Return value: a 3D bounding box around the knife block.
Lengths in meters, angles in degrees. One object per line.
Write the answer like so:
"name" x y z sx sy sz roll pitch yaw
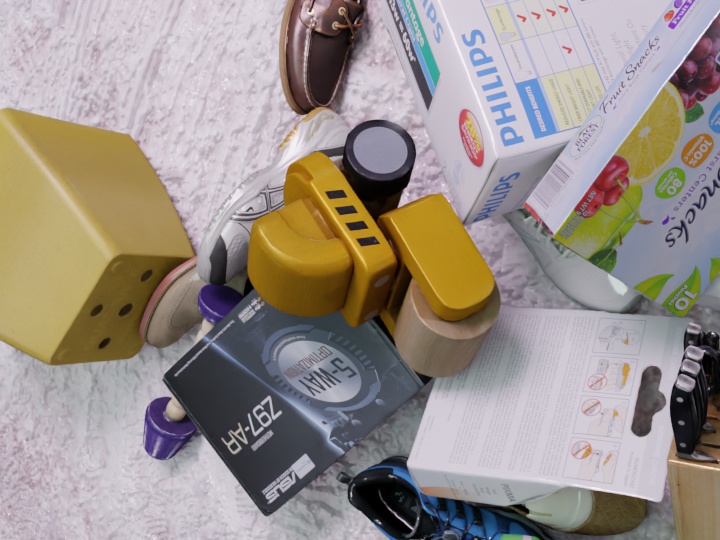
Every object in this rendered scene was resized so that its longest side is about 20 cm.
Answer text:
"knife block" 0.249 0.141 0.707 0.063 0.175 0.204 7 89 31

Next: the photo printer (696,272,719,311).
"photo printer" 0.352 -0.035 0.721 0.197 0.069 0.170 13 92 31

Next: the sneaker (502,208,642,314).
"sneaker" 0.151 -0.043 0.837 0.071 0.080 0.201 -46 67 17

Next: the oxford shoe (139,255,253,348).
"oxford shoe" -0.142 0.021 1.010 0.200 0.070 0.075 -44 72 21

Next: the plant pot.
"plant pot" -0.287 -0.016 1.030 0.176 0.199 0.201 42 106 20

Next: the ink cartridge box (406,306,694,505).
"ink cartridge box" 0.151 0.106 0.800 0.197 0.050 0.164 3 51 27

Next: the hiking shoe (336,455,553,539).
"hiking shoe" 0.074 0.223 0.854 0.198 0.086 0.076 21 96 30

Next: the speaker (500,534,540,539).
"speaker" 0.190 0.261 0.755 0.197 0.088 0.090 15 93 11

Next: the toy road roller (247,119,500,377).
"toy road roller" 0.000 0.000 0.792 0.144 0.123 0.201 -26 69 -20

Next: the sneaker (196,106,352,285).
"sneaker" -0.065 -0.055 0.936 0.087 0.076 0.201 39 81 8

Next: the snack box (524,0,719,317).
"snack box" 0.223 -0.084 0.681 0.201 0.141 0.053 -55 32 16

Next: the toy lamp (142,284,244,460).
"toy lamp" -0.167 0.106 1.006 0.058 0.058 0.202 43 121 26

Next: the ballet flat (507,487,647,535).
"ballet flat" 0.130 0.169 0.834 0.198 0.072 0.069 20 99 30

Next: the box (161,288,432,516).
"box" -0.057 0.093 0.902 0.199 0.043 0.161 -41 84 19

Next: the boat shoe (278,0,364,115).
"boat shoe" -0.030 -0.249 0.964 0.069 0.070 0.204 3 87 34

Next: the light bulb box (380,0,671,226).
"light bulb box" 0.142 -0.167 0.771 0.197 0.125 0.201 -16 74 -13
